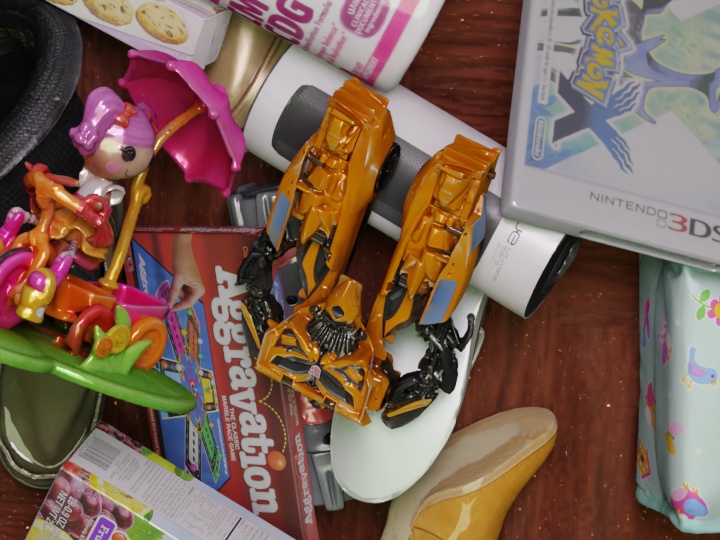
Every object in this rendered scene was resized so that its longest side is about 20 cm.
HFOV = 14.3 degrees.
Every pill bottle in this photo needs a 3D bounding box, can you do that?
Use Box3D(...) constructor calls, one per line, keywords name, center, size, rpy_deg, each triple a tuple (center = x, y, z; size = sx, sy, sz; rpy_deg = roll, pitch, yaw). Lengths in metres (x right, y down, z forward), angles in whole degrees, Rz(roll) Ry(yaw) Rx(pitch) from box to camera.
Box3D(name="pill bottle", center=(-0.044, -0.194, 1.612), size=(0.199, 0.113, 0.114), rpy_deg=(28, 98, -3))

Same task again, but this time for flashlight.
Box3D(name="flashlight", center=(-0.031, 0.044, 1.730), size=(0.068, 0.068, 0.201), rpy_deg=(-15, 100, -19))

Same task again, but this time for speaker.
Box3D(name="speaker", center=(0.035, -0.055, 1.657), size=(0.200, 0.081, 0.081), rpy_deg=(32, 98, 10))

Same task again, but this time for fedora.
Box3D(name="fedora", center=(-0.229, -0.068, 1.682), size=(0.200, 0.201, 0.092), rpy_deg=(-38, 129, 5))

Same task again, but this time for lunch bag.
Box3D(name="lunch bag", center=(0.271, 0.065, 1.709), size=(0.199, 0.122, 0.171), rpy_deg=(0, 97, -9))

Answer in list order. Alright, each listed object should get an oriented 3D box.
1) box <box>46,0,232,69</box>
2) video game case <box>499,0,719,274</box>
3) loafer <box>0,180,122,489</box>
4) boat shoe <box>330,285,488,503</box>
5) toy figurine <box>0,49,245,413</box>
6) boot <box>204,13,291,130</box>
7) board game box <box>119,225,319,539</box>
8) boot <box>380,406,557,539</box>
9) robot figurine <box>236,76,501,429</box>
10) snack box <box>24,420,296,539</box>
Box3D(name="box", center=(-0.168, -0.176, 1.658), size=(0.199, 0.039, 0.042), rpy_deg=(29, 118, 15))
Box3D(name="video game case", center=(0.175, -0.102, 1.643), size=(0.181, 0.022, 0.201), rpy_deg=(14, 66, -15))
Box3D(name="loafer", center=(-0.187, 0.036, 1.725), size=(0.075, 0.070, 0.201), rpy_deg=(6, 99, -1))
Box3D(name="boat shoe", center=(0.041, 0.046, 1.717), size=(0.070, 0.064, 0.201), rpy_deg=(22, 86, 8))
Box3D(name="toy figurine", center=(-0.142, -0.036, 1.588), size=(0.150, 0.200, 0.185), rpy_deg=(24, 95, 32))
Box3D(name="boot", center=(-0.121, -0.186, 1.697), size=(0.200, 0.066, 0.176), rpy_deg=(32, 90, -4))
Box3D(name="board game box", center=(-0.085, 0.072, 1.723), size=(0.103, 0.019, 0.201), rpy_deg=(0, 107, 30))
Box3D(name="boot", center=(0.064, 0.190, 1.762), size=(0.201, 0.071, 0.144), rpy_deg=(-36, 114, -9))
Box3D(name="robot figurine", center=(0.000, 0.000, 1.614), size=(0.145, 0.058, 0.201), rpy_deg=(27, 120, 13))
Box3D(name="snack box", center=(-0.114, 0.213, 1.713), size=(0.199, 0.068, 0.169), rpy_deg=(30, 122, 3))
